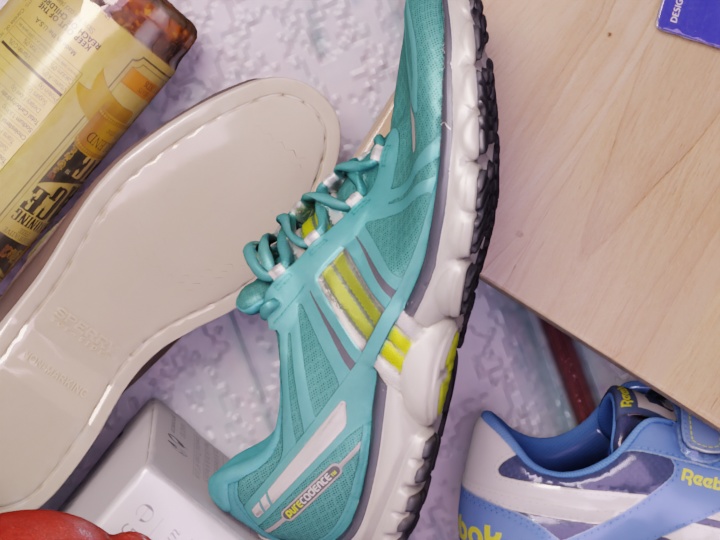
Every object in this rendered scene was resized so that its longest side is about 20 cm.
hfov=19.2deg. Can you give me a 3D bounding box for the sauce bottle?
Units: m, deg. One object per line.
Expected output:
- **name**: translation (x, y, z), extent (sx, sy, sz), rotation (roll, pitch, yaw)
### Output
- **sauce bottle**: translation (-0.143, -0.030, 0.775), extent (0.066, 0.066, 0.200), rotation (40, 96, -8)

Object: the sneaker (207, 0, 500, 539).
- **sneaker**: translation (0.000, 0.000, 0.698), extent (0.079, 0.078, 0.201), rotation (15, 99, 4)

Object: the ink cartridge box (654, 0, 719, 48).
- **ink cartridge box**: translation (0.210, -0.100, 0.738), extent (0.199, 0.037, 0.095), rotation (17, 89, -6)

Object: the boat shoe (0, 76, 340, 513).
- **boat shoe**: translation (-0.087, 0.004, 0.781), extent (0.072, 0.060, 0.200), rotation (39, 95, -20)

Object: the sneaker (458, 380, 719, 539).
- **sneaker**: translation (0.131, 0.081, 0.803), extent (0.199, 0.074, 0.083), rotation (-8, 96, -4)

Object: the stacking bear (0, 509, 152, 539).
- **stacking bear**: translation (-0.159, 0.103, 0.674), extent (0.199, 0.114, 0.122), rotation (8, 54, 20)

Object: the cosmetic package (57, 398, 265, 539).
- **cosmetic package**: translation (-0.063, 0.194, 0.779), extent (0.200, 0.123, 0.200), rotation (39, 93, -9)

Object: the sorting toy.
- **sorting toy**: translation (0.124, -0.062, 0.779), extent (0.198, 0.070, 0.201), rotation (32, 87, -7)
